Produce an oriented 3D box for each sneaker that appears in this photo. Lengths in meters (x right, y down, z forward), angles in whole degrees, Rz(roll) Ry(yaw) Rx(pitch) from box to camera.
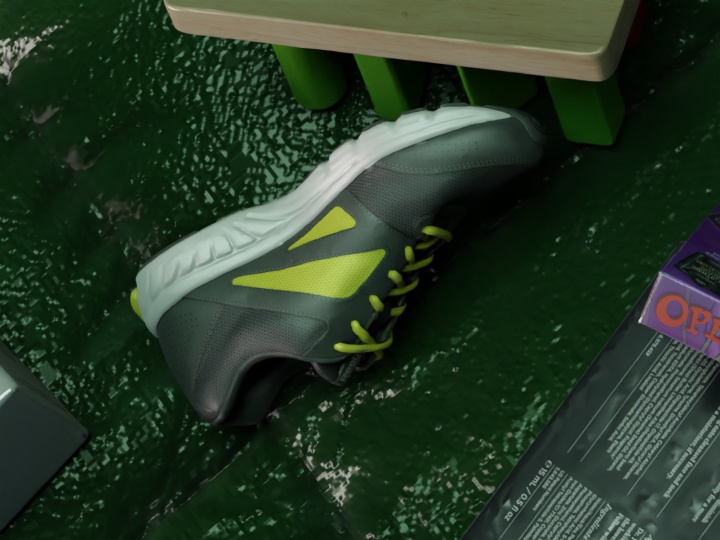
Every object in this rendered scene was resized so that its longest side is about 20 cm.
[{"bbox_3d":[0.000,0.000,1.264,0.199,0.074,0.085,-30,71,21],"label":"sneaker"}]

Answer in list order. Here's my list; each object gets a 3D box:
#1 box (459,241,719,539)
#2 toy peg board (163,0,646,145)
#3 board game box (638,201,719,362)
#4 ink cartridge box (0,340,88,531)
[{"bbox_3d":[0.129,0.114,1.167,0.141,0.079,0.200,35,85,29],"label":"box"},{"bbox_3d":[0.048,-0.152,1.297,0.199,0.098,0.200,8,59,22],"label":"toy peg board"},{"bbox_3d":[0.214,0.033,1.123,0.199,0.120,0.032,27,123,12],"label":"board game box"},{"bbox_3d":[-0.243,0.052,1.323,0.146,0.084,0.200,-48,63,-1],"label":"ink cartridge box"}]
